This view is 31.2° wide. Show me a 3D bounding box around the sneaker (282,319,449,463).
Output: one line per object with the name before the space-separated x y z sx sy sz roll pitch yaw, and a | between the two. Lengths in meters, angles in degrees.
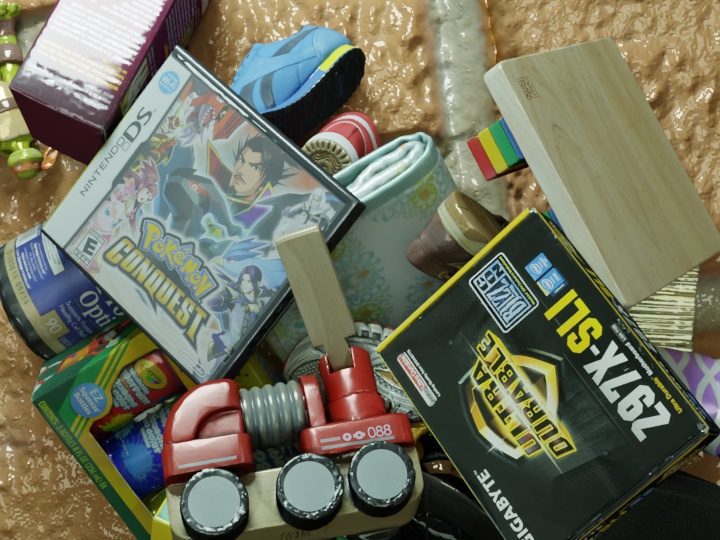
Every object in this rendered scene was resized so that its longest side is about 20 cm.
sneaker | 0.031 0.101 1.008 0.197 0.082 0.079 14 129 12

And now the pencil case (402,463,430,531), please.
pencil case | -0.017 0.222 1.083 0.089 0.078 0.200 42 93 -10

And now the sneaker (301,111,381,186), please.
sneaker | -0.040 -0.044 1.102 0.071 0.113 0.201 30 122 3

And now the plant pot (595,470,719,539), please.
plant pot | 0.215 0.237 1.013 0.175 0.199 0.203 4 89 -10

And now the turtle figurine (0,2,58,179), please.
turtle figurine | -0.301 -0.147 1.123 0.198 0.064 0.163 -19 84 -18

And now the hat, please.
hat | 0.070 0.214 0.997 0.198 0.081 0.203 18 124 29

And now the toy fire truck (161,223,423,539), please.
toy fire truck | -0.056 0.090 0.907 0.173 0.129 0.202 -8 61 -8

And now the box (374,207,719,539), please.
box | 0.126 0.084 0.899 0.159 0.049 0.201 -41 65 14

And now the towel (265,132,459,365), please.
towel | 0.000 0.000 1.040 0.198 0.172 0.048 -29 44 2

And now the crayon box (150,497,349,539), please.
crayon box | -0.066 0.263 0.986 0.197 0.058 0.174 20 127 9

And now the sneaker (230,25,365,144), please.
sneaker | -0.083 -0.139 1.070 0.078 0.066 0.200 32 56 24

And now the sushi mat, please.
sushi mat | 0.186 0.029 1.099 0.197 0.012 0.097 3 90 5

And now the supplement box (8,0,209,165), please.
supplement box | -0.197 -0.195 1.062 0.085 0.110 0.202 24 74 2

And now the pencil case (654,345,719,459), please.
pencil case | 0.209 0.101 1.061 0.197 0.086 0.085 10 63 4

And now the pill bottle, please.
pill bottle | -0.198 -0.014 1.086 0.198 0.112 0.113 -28 87 5

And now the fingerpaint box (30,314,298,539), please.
fingerpaint box | -0.141 0.127 1.057 0.165 0.074 0.201 -29 111 7

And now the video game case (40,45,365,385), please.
video game case | -0.123 -0.039 0.974 0.200 0.025 0.181 41 96 19

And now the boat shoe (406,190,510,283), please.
boat shoe | 0.097 0.001 1.014 0.072 0.199 0.073 -41 62 13

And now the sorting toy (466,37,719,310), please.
sorting toy | 0.180 -0.071 1.023 0.069 0.198 0.202 -32 84 38
